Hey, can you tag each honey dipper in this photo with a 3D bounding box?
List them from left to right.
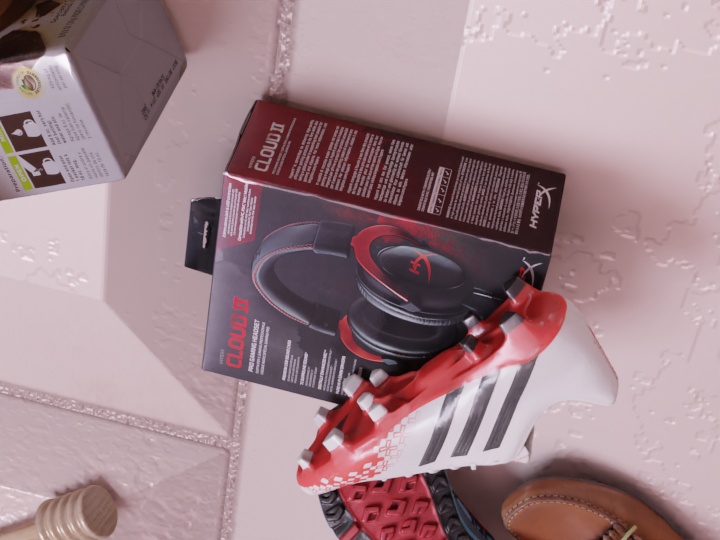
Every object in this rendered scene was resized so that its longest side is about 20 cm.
[{"bbox_3d":[-0.255,0.191,1.190,0.199,0.038,0.038,-20,120,32],"label":"honey dipper"}]

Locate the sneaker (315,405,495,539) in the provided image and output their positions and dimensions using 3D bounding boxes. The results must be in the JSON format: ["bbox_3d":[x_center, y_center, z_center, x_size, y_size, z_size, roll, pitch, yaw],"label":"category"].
[{"bbox_3d":[0.038,0.170,1.062,0.079,0.096,0.200,-38,89,-5],"label":"sneaker"}]

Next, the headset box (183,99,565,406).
[{"bbox_3d":[0.000,0.000,0.943,0.199,0.075,0.149,15,130,3],"label":"headset box"}]

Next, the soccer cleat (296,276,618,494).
[{"bbox_3d":[0.047,0.081,0.904,0.200,0.069,0.085,-35,109,30],"label":"soccer cleat"}]

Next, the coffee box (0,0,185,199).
[{"bbox_3d":[-0.208,-0.095,0.890,0.199,0.113,0.080,-9,125,20],"label":"coffee box"}]

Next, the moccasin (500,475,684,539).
[{"bbox_3d":[0.170,0.199,1.052,0.201,0.078,0.074,41,126,-17],"label":"moccasin"}]
